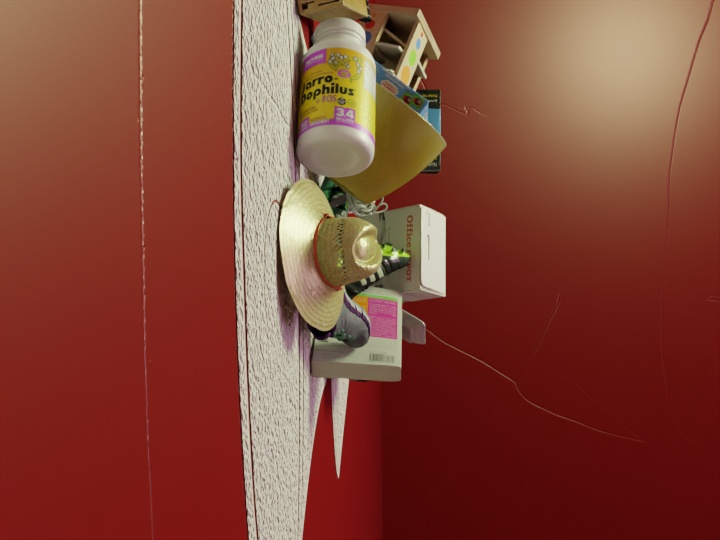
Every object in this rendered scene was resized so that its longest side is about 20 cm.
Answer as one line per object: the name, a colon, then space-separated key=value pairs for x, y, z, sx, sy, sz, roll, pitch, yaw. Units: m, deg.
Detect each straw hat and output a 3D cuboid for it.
straw hat: x=-0.019 y=-0.024 z=1.092 sx=0.201 sy=0.084 sz=0.204 roll=-9 pitch=90 yaw=-71

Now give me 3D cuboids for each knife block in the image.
knife block: x=-0.028 y=-0.381 z=1.290 sx=0.176 sy=0.063 sz=0.202 roll=63 pitch=23 yaw=-50

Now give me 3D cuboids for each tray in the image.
tray: x=0.032 y=0.076 z=1.675 sx=0.022 sy=0.198 sz=0.108 roll=-54 pitch=162 yaw=-20

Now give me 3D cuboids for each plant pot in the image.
plant pot: x=0.008 y=-0.186 z=1.347 sx=0.143 sy=0.199 sz=0.200 roll=-54 pitch=175 yaw=0

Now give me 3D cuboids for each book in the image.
book: x=-0.001 y=0.092 z=1.388 sx=0.201 sy=0.131 sz=0.049 roll=-83 pitch=176 yaw=-59

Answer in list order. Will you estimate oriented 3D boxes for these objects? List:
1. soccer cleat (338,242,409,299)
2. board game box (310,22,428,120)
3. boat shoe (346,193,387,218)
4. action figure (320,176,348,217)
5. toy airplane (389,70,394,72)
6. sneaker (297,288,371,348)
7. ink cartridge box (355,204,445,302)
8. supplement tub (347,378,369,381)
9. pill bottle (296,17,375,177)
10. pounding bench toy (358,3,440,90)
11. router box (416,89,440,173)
soccer cleat: x=0.000 y=0.000 z=1.412 sx=0.198 sy=0.067 sz=0.082 roll=-9 pitch=115 yaw=-46
board game box: x=0.018 y=-0.293 z=1.395 sx=0.037 sy=0.199 sz=0.151 roll=-51 pitch=176 yaw=2
boat shoe: x=0.005 y=-0.127 z=1.639 sx=0.202 sy=0.074 sz=0.087 roll=174 pitch=-99 yaw=-72
action figure: x=-0.037 y=-0.109 z=1.512 sx=0.200 sy=0.054 sz=0.120 roll=-91 pitch=177 yaw=-78
toy airplane: x=0.031 y=-0.340 z=1.856 sx=0.199 sy=0.139 sz=0.203 roll=-71 pitch=160 yaw=-80
sneaker: x=-0.044 y=0.072 z=1.240 sx=0.201 sy=0.073 sz=0.089 roll=59 pitch=38 yaw=-50
ink cartridge box: x=0.046 y=-0.019 z=1.553 sx=0.084 sy=0.198 sz=0.147 roll=16 pitch=70 yaw=-50
supplement tub: x=0.007 y=0.132 z=1.589 sx=0.200 sy=0.120 sz=0.125 roll=59 pitch=31 yaw=-84
pill bottle: x=-0.031 y=-0.234 z=1.203 sx=0.105 sy=0.102 sz=0.203 roll=81 pitch=8 yaw=-64
pounding bench toy: x=0.010 y=-0.359 z=1.567 sx=0.158 sy=0.198 sz=0.124 roll=-67 pitch=151 yaw=-15
router box: x=0.048 y=-0.254 z=1.652 sx=0.051 sy=0.197 sz=0.152 roll=-144 pitch=-127 yaw=-88
